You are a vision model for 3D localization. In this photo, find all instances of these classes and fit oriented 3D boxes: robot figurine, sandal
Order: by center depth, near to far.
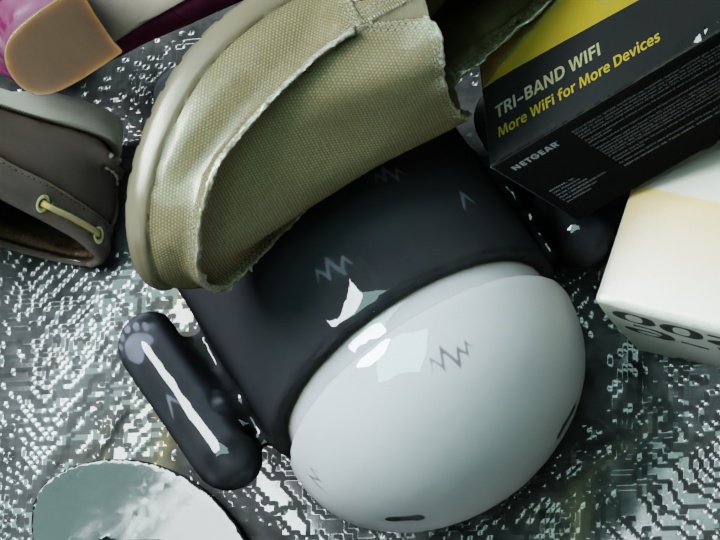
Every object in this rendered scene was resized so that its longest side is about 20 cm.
[{"bbox_3d":[-0.001,0.001,0.937,0.150,0.124,0.200,-50,60,31],"label":"robot figurine"},{"bbox_3d":[-0.059,0.145,0.951,0.075,0.045,0.200,-40,65,4],"label":"sandal"}]

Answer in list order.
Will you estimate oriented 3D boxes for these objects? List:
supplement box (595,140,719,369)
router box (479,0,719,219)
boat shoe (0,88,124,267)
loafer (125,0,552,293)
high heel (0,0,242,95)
[{"bbox_3d":[0.179,-0.057,0.917,0.125,0.074,0.201,14,78,24],"label":"supplement box"},{"bbox_3d":[0.128,-0.132,0.884,0.200,0.052,0.158,-31,48,33],"label":"router box"},{"bbox_3d":[-0.177,-0.045,0.980,0.072,0.199,0.060,-17,68,44],"label":"boat shoe"},{"bbox_3d":[-0.002,-0.068,0.855,0.067,0.076,0.200,32,75,28],"label":"loafer"},{"bbox_3d":[-0.057,-0.133,0.973,0.199,0.096,0.068,-25,110,-6],"label":"high heel"}]
